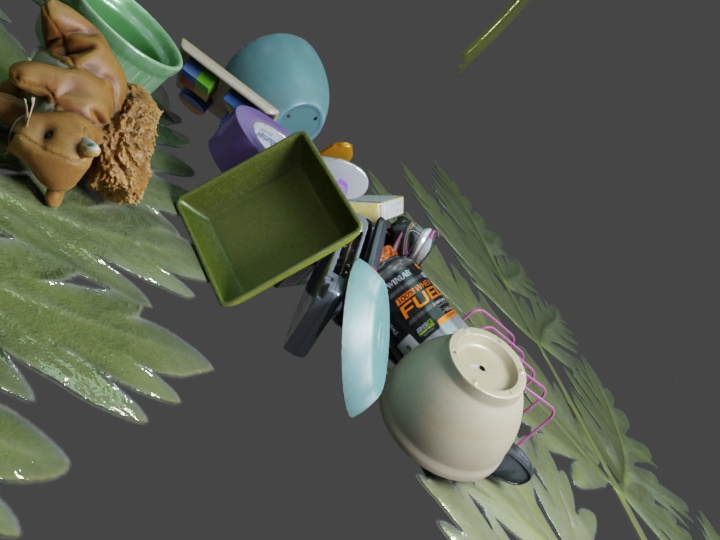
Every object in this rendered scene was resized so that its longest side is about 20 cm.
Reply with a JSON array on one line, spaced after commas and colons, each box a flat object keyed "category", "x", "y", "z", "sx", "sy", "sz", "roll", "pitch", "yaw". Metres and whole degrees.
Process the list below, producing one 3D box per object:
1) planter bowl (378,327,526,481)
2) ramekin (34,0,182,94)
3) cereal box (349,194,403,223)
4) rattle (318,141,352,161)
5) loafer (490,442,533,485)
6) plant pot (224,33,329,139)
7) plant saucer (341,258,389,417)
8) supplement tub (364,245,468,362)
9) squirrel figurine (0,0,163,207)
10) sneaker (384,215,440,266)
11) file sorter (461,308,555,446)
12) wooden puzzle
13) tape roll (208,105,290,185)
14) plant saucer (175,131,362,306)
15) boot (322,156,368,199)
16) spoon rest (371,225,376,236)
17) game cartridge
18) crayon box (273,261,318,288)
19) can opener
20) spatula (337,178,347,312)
[{"category": "planter bowl", "x": 0.142, "y": 0.164, "z": 1.218, "sx": 0.199, "sy": 0.135, "sz": 0.201, "roll": 19, "pitch": 40, "yaw": -17}, {"category": "ramekin", "x": -0.359, "y": -0.323, "z": 1.267, "sx": 0.200, "sy": 0.098, "sz": 0.200, "roll": 42, "pitch": 17, "yaw": -16}, {"category": "cereal box", "x": -0.012, "y": -0.112, "z": 1.614, "sx": 0.200, "sy": 0.143, "sz": 0.040, "roll": -28, "pitch": 120, "yaw": -72}, {"category": "rattle", "x": -0.088, "y": -0.232, "z": 1.687, "sx": 0.129, "sy": 0.143, "sz": 0.200, "roll": 26, "pitch": 26, "yaw": -9}, {"category": "loafer", "x": 0.177, "y": 0.272, "z": 1.311, "sx": 0.200, "sy": 0.068, "sz": 0.071, "roll": 33, "pitch": 29, "yaw": -25}, {"category": "plant pot", "x": -0.134, "y": -0.294, "z": 1.578, "sx": 0.200, "sy": 0.200, "sz": 0.135, "roll": 27, "pitch": 23, "yaw": -50}, {"category": "plant saucer", "x": 0.011, "y": 0.086, "z": 1.139, "sx": 0.200, "sy": 0.036, "sz": 0.202, "roll": 1, "pitch": 90, "yaw": -81}, {"category": "supplement tub", "x": 0.073, "y": 0.066, "z": 1.418, "sx": 0.200, "sy": 0.122, "sz": 0.122, "roll": 50, "pitch": 16, "yaw": 11}, {"category": "squirrel figurine", "x": -0.298, "y": -0.153, "z": 0.974, "sx": 0.199, "sy": 0.141, "sz": 0.187, "roll": 30, "pitch": 29, "yaw": -39}, {"category": "sneaker", "x": 0.060, "y": -0.031, "z": 1.515, "sx": 0.086, "sy": 0.200, "sz": 0.080, "roll": 36, "pitch": 51, "yaw": 0}, {"category": "file sorter", "x": 0.221, "y": 0.184, "z": 1.512, "sx": 0.139, "sy": 0.125, "sz": 0.201, "roll": 36, "pitch": 19, "yaw": -34}, {"category": "wooden puzzle", "x": -0.226, "y": -0.270, "z": 1.449, "sx": 0.185, "sy": 0.046, "sz": 0.200, "roll": 36, "pitch": -14, "yaw": -4}, {"category": "tape roll", "x": -0.126, "y": -0.148, "z": 1.312, "sx": 0.200, "sy": 0.066, "sz": 0.200, "roll": 40, "pitch": 17, "yaw": -15}, {"category": "plant saucer", "x": -0.116, "y": -0.060, "z": 1.152, "sx": 0.201, "sy": 0.199, "sz": 0.048, "roll": 59, "pitch": -3, "yaw": 35}, {"category": "boot", "x": -0.087, "y": -0.177, "z": 1.549, "sx": 0.198, "sy": 0.074, "sz": 0.096, "roll": 10, "pitch": 22, "yaw": -9}, {"category": "spoon rest", "x": -0.021, "y": -0.041, "z": 1.502, "sx": 0.199, "sy": 0.100, "sz": 0.061, "roll": 15, "pitch": 20, "yaw": -44}, {"category": "game cartridge", "x": -0.046, "y": 0.021, "z": 1.179, "sx": 0.041, "sy": 0.134, "sz": 0.200, "roll": 25, "pitch": 33, "yaw": -5}, {"category": "crayon box", "x": -0.118, "y": -0.061, "z": 1.341, "sx": 0.173, "sy": 0.058, "sz": 0.200, "roll": 50, "pitch": 17, "yaw": 12}, {"category": "can opener", "x": 0.000, "y": 0.000, "z": 1.349, "sx": 0.201, "sy": 0.063, "sz": 0.079, "roll": -65, "pitch": 149, "yaw": -31}, {"category": "spatula", "x": -0.025, "y": -0.033, "z": 1.293, "sx": 0.056, "sy": 0.020, "sz": 0.202, "roll": 26, "pitch": 57, "yaw": -73}]
